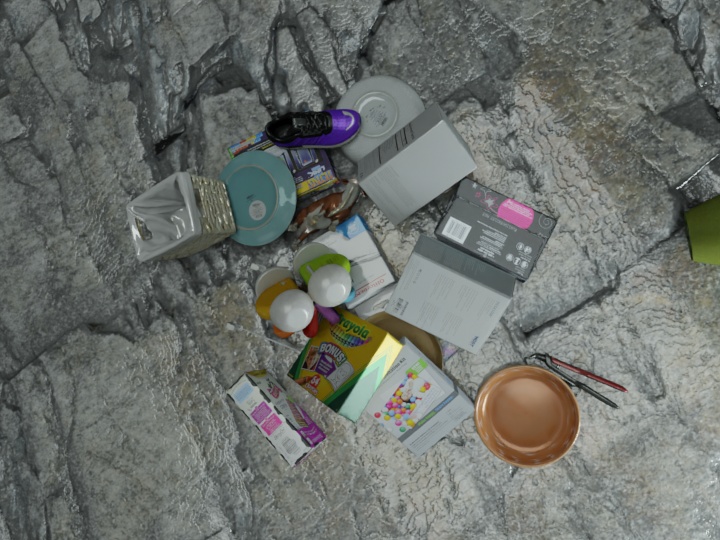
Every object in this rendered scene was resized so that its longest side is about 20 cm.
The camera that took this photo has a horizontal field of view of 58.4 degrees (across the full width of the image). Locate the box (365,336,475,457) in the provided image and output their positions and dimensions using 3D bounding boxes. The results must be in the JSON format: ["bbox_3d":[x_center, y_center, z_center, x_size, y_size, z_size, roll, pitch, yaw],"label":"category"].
[{"bbox_3d":[0.099,0.249,1.259,0.156,0.041,0.200,-43,103,13],"label":"box"}]

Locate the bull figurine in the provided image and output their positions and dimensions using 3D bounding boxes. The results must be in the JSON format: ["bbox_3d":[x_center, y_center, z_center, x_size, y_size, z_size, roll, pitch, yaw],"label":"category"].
[{"bbox_3d":[-0.070,-0.117,1.305,0.200,0.121,0.065,-29,108,42],"label":"bull figurine"}]

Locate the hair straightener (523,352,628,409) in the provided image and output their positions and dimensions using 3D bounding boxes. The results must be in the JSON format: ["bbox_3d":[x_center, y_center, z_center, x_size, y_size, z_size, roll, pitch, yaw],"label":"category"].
[{"bbox_3d":[0.408,0.222,1.251,0.199,0.041,0.077,24,90,11],"label":"hair straightener"}]

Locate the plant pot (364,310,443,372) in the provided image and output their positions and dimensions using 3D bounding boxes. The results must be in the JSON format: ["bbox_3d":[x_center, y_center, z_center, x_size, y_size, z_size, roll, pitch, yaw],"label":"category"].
[{"bbox_3d":[0.072,0.179,1.311,0.199,0.027,0.201,1,93,19],"label":"plant pot"}]

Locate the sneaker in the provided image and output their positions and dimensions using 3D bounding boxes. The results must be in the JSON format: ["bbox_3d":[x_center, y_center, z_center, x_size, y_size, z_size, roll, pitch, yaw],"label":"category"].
[{"bbox_3d":[-0.101,-0.286,1.288,0.199,0.099,0.070,-8,83,17],"label":"sneaker"}]

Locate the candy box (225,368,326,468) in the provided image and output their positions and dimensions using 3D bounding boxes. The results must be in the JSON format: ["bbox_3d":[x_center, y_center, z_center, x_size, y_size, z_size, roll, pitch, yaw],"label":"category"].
[{"bbox_3d":[-0.167,0.293,1.305,0.061,0.136,0.200,-46,80,3],"label":"candy box"}]

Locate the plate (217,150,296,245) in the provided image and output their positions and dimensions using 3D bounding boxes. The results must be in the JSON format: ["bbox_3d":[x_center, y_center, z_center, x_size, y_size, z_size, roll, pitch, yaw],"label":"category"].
[{"bbox_3d":[-0.227,-0.152,1.347,0.199,0.026,0.201,0,91,21],"label":"plate"}]

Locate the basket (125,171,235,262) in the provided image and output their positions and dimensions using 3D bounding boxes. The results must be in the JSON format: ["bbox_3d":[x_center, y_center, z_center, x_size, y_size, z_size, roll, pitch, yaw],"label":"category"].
[{"bbox_3d":[-0.374,-0.108,1.347,0.200,0.123,0.136,-20,81,35],"label":"basket"}]

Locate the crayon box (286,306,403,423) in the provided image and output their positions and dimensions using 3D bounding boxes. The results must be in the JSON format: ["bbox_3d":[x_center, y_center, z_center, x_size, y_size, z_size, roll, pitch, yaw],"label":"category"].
[{"bbox_3d":[-0.034,0.174,1.251,0.200,0.058,0.173,22,77,53],"label":"crayon box"}]

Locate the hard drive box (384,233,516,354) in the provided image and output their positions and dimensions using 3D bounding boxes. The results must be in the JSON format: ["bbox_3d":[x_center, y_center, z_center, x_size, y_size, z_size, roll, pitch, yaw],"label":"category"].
[{"bbox_3d":[0.168,0.047,1.225,0.200,0.077,0.156,26,126,3],"label":"hard drive box"}]

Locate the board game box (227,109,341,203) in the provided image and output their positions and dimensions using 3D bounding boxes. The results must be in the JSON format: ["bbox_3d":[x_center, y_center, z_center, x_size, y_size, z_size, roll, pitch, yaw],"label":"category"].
[{"bbox_3d":[-0.163,-0.225,1.383,0.199,0.057,0.166,-23,84,9],"label":"board game box"}]

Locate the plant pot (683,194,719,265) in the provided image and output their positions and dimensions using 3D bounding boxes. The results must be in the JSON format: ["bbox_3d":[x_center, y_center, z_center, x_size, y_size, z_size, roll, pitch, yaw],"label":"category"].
[{"bbox_3d":[0.702,-0.078,1.166,0.199,0.187,0.188,-10,84,25],"label":"plant pot"}]

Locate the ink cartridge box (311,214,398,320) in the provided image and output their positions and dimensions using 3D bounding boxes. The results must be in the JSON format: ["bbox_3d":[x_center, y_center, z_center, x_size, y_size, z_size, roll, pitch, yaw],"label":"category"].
[{"bbox_3d":[0.000,0.000,1.330,0.116,0.067,0.200,-31,81,6],"label":"ink cartridge box"}]

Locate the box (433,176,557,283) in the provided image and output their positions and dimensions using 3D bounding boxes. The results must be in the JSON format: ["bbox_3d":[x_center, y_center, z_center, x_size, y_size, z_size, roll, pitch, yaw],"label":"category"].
[{"bbox_3d":[0.262,-0.076,1.264,0.200,0.115,0.132,28,92,12],"label":"box"}]

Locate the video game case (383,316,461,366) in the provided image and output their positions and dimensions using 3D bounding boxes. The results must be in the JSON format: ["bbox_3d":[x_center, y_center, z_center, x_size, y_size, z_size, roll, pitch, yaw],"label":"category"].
[{"bbox_3d":[0.166,0.099,1.317,0.200,0.018,0.143,-41,80,5],"label":"video game case"}]

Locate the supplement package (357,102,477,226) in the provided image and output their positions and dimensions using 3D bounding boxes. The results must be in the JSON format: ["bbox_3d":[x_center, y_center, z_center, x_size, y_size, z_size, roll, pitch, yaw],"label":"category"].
[{"bbox_3d":[0.107,-0.208,1.261,0.200,0.120,0.121,-34,115,18],"label":"supplement package"}]

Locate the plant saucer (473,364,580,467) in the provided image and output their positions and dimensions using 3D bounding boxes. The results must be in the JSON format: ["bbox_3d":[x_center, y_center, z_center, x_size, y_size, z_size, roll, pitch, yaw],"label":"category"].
[{"bbox_3d":[0.322,0.280,1.254,0.199,0.037,0.201,1,94,16],"label":"plant saucer"}]

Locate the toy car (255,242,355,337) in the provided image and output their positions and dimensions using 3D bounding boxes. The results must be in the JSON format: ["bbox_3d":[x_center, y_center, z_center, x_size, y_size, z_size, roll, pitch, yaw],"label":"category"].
[{"bbox_3d":[-0.096,0.054,1.244,0.200,0.175,0.150,-34,121,-6],"label":"toy car"}]

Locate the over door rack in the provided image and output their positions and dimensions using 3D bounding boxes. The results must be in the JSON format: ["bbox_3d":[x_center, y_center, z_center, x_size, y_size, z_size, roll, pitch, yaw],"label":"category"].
[{"bbox_3d":[-0.160,0.082,1.345,0.199,0.067,0.148,21,90,-10],"label":"over door rack"}]

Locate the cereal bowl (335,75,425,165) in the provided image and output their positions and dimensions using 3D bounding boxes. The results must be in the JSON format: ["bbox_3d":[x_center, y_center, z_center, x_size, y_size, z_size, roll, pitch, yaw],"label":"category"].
[{"bbox_3d":[0.036,-0.314,1.340,0.199,0.083,0.201,-1,85,11],"label":"cereal bowl"}]
